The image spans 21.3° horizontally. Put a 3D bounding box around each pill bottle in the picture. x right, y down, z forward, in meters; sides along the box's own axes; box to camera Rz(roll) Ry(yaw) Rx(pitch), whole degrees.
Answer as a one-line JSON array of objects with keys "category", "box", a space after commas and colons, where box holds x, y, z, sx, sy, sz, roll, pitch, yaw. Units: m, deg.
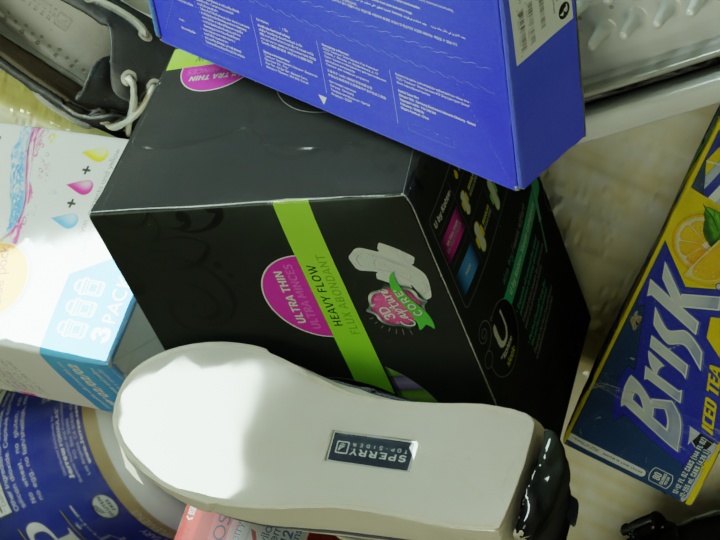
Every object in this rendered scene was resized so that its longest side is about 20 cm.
[{"category": "pill bottle", "box": [-0.155, 0.108, 1.012, 0.199, 0.120, 0.120, -26, 106, 34]}]

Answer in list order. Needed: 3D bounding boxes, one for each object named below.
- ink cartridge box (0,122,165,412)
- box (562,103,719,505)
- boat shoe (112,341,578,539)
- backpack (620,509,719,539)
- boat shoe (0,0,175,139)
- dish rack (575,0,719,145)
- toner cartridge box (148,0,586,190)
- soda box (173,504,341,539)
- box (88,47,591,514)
[{"category": "ink cartridge box", "box": [-0.168, -0.006, 0.934, 0.199, 0.116, 0.068, 9, 156, 28]}, {"category": "box", "box": [0.160, 0.004, 0.845, 0.070, 0.064, 0.201, 26, 125, 7]}, {"category": "boat shoe", "box": [-0.003, 0.089, 0.800, 0.199, 0.075, 0.093, 12, 157, 25]}, {"category": "backpack", "box": [0.191, 0.217, 0.876, 0.177, 0.201, 0.151, -26, 126, 32]}, {"category": "boat shoe", "box": [-0.121, -0.099, 0.911, 0.200, 0.060, 0.074, 40, 121, -3]}, {"category": "dish rack", "box": [0.082, -0.152, 0.708, 0.171, 0.044, 0.201, -16, 110, 34]}, {"category": "toner cartridge box", "box": [-0.007, -0.109, 0.734, 0.199, 0.043, 0.095, 26, 140, 35]}, {"category": "soda box", "box": [-0.026, 0.162, 0.912, 0.063, 0.070, 0.200, 14, 165, 24]}, {"category": "box", "box": [0.000, 0.000, 0.848, 0.148, 0.125, 0.201, -3, 135, 25]}]
